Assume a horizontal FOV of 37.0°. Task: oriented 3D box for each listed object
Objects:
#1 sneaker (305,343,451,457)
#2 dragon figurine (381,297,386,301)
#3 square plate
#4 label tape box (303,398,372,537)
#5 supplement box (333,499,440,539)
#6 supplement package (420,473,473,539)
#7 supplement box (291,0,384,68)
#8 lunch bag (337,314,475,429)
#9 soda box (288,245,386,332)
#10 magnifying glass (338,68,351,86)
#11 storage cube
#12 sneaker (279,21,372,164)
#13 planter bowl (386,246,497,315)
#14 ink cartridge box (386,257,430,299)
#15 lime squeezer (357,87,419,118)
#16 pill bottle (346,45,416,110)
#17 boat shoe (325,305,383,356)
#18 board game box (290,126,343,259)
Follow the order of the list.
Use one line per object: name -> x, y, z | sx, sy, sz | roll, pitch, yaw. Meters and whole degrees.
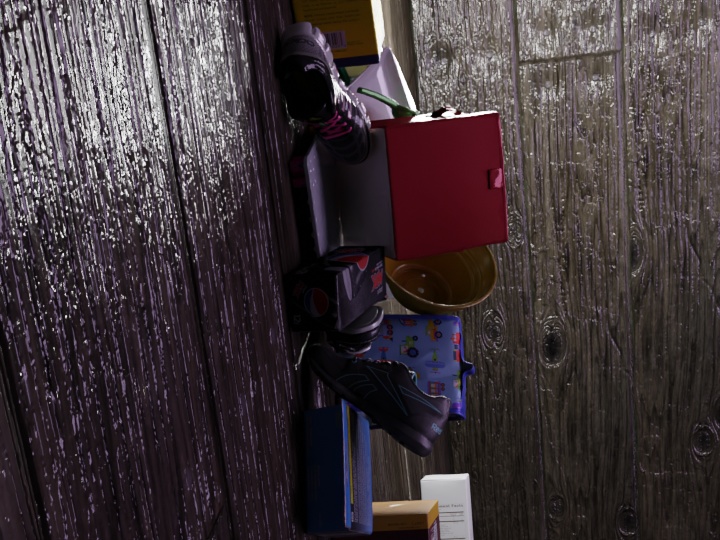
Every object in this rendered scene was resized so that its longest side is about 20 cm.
sneaker -> 0.022, 0.142, 1.309 | 0.080, 0.199, 0.075 | -54, 162, -5
dragon figurine -> 0.000, 0.000, 1.627 | 0.200, 0.058, 0.101 | -72, 146, -72
square plate -> 0.017, -0.196, 1.593 | 0.198, 0.028, 0.202 | -49, 129, -39
label tape box -> -0.031, 0.242, 1.296 | 0.200, 0.062, 0.147 | 58, 28, -71
supplement box -> 0.044, 0.433, 1.494 | 0.197, 0.130, 0.204 | 40, 47, -80
supplement package -> 0.218, 0.618, 2.691 | 0.121, 0.117, 0.204 | 29, 57, -79
supplement box -> -0.034, -0.383, 1.424 | 0.109, 0.107, 0.203 | -81, 164, -58
lunch bag -> 0.069, 0.144, 1.575 | 0.094, 0.196, 0.153 | 69, 19, -62
soda box -> -0.024, 0.018, 1.322 | 0.200, 0.062, 0.072 | -34, 122, -70
magnifying glass -> -0.015, -0.237, 1.597 | 0.200, 0.022, 0.081 | 52, 43, -48
storage cube -> 0.080, -0.118, 1.472 | 0.170, 0.177, 0.204 | 16, -67, 63
sneaker -> -0.048, -0.200, 1.325 | 0.088, 0.073, 0.201 | -75, 146, -46
planter bowl -> 0.103, 0.006, 1.636 | 0.202, 0.197, 0.084 | -86, -168, -45
ink cartridge box -> 0.089, -0.033, 1.776 | 0.145, 0.197, 0.089 | 56, 10, -72
lime squeezer -> 0.058, -0.214, 1.593 | 0.038, 0.070, 0.201 | 43, -11, 51
pill bottle -> 0.017, -0.290, 1.710 | 0.200, 0.109, 0.113 | 56, 30, -62
boat shoe -> -0.008, 0.077, 1.378 | 0.200, 0.074, 0.061 | -134, -147, -80
board game box -> -0.054, -0.080, 1.428 | 0.201, 0.025, 0.203 | -75, 160, -66
